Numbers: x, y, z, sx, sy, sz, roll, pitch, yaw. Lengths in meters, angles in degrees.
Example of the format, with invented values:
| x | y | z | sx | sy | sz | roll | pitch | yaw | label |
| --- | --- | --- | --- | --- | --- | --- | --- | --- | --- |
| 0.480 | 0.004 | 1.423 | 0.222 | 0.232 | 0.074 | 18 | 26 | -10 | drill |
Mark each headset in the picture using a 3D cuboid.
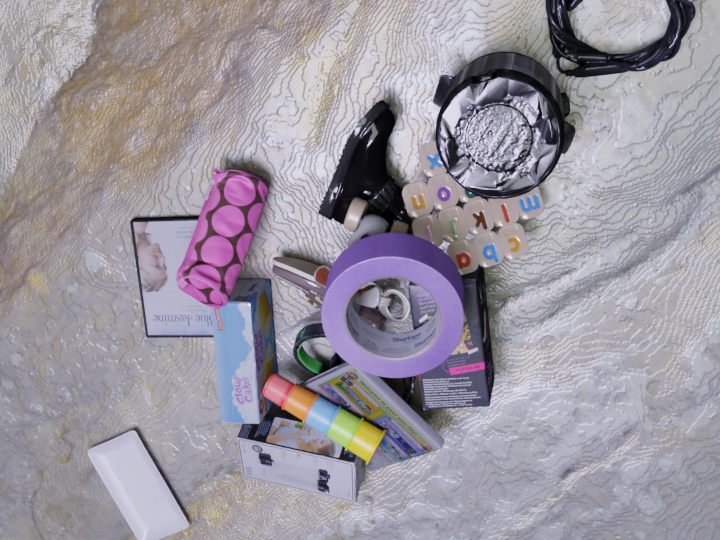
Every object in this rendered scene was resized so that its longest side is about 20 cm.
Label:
| x | y | z | sx | sy | sz | roll | pitch | yaw | label |
| --- | --- | --- | --- | --- | --- | --- | --- | --- | --- |
| -0.010 | 0.150 | 1.594 | 0.197 | 0.095 | 0.124 | 16 | 142 | -7 | headset |

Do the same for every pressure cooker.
| x | y | z | sx | sy | sz | roll | pitch | yaw | label |
| --- | --- | --- | --- | --- | --- | --- | --- | --- | --- |
| 0.196 | -0.205 | 1.405 | 0.177 | 0.200 | 0.177 | -23 | 107 | 18 | pressure cooker |

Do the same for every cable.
| x | y | z | sx | sy | sz | roll | pitch | yaw | label |
| --- | --- | --- | --- | --- | --- | --- | --- | --- | --- |
| 0.357 | -0.354 | 1.414 | 0.197 | 0.051 | 0.166 | -5 | 102 | 15 | cable |

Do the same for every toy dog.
| x | y | z | sx | sy | sz | roll | pitch | yaw | label |
| --- | --- | --- | --- | --- | --- | --- | --- | --- | --- |
| 0.000 | 0.000 | 1.487 | 0.130 | 0.096 | 0.203 | 5 | 111 | 18 | toy dog |

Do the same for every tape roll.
| x | y | z | sx | sy | sz | roll | pitch | yaw | label |
| --- | --- | --- | --- | --- | --- | --- | --- | --- | --- |
| 0.046 | 0.050 | 1.430 | 0.197 | 0.066 | 0.202 | 2 | 123 | 3 | tape roll |

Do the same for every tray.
| x | y | z | sx | sy | sz | roll | pitch | yaw | label |
| --- | --- | --- | --- | --- | --- | --- | --- | --- | --- |
| -0.384 | 0.376 | 1.793 | 0.106 | 0.022 | 0.202 | -23 | 102 | 17 | tray |

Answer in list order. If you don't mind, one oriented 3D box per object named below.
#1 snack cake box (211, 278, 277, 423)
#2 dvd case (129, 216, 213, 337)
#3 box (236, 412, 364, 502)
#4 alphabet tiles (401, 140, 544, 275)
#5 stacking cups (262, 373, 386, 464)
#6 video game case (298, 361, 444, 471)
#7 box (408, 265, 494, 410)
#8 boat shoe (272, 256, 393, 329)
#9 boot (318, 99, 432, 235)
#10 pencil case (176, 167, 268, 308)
| x | y | z | sx | sy | sz | roll | pitch | yaw | label |
| --- | --- | --- | --- | --- | --- | --- | --- | --- | --- |
| -0.180 | 0.126 | 1.625 | 0.066 | 0.115 | 0.203 | 1 | 108 | 11 | snack cake box |
| -0.292 | 0.013 | 1.662 | 0.140 | 0.018 | 0.203 | -1 | 107 | 10 | dvd case |
| -0.094 | 0.300 | 1.665 | 0.197 | 0.061 | 0.118 | 10 | 137 | 12 | box |
| 0.163 | -0.102 | 1.492 | 0.197 | 0.015 | 0.198 | -17 | 86 | -8 | alphabet tiles |
| -0.057 | 0.220 | 1.593 | 0.199 | 0.060 | 0.061 | 32 | 111 | 8 | stacking cups |
| 0.007 | 0.229 | 1.614 | 0.200 | 0.022 | 0.181 | 45 | 139 | -15 | video game case |
| 0.139 | 0.093 | 1.551 | 0.104 | 0.122 | 0.203 | -4 | 106 | 12 | box |
| -0.049 | 0.034 | 1.597 | 0.197 | 0.072 | 0.060 | 20 | 107 | -2 | boat shoe |
| 0.044 | -0.129 | 1.520 | 0.157 | 0.079 | 0.213 | 30 | 120 | 7 | boot |
| -0.211 | -0.051 | 1.542 | 0.093 | 0.202 | 0.090 | 29 | 155 | -31 | pencil case |
